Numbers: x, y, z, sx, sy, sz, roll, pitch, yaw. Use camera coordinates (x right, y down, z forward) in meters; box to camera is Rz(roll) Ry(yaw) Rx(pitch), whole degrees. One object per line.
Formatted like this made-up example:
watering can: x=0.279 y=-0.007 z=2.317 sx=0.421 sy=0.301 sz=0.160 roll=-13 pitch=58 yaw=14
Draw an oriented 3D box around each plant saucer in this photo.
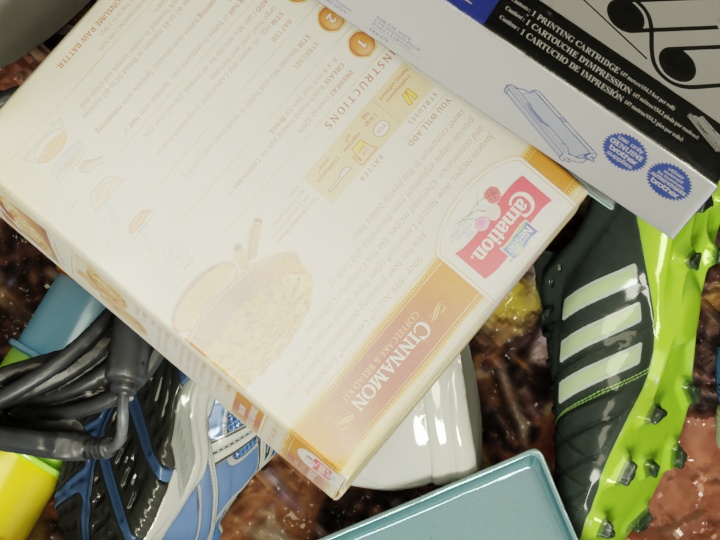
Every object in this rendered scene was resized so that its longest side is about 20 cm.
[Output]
plant saucer: x=0.003 y=0.148 z=1.203 sx=0.199 sy=0.019 sz=0.070 roll=-24 pitch=89 yaw=8

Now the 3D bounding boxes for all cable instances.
cable: x=-0.163 y=-0.005 z=1.163 sx=0.199 sy=0.051 sz=0.164 roll=8 pitch=80 yaw=27

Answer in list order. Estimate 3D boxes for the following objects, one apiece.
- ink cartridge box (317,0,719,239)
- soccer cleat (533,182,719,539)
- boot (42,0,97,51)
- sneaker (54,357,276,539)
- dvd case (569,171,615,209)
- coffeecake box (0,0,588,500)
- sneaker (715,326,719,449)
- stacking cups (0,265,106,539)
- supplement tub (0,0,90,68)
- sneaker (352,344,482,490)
ink cartridge box: x=0.066 y=-0.107 z=1.072 sx=0.200 sy=0.044 sz=0.094 roll=33 pitch=51 yaw=-1
soccer cleat: x=0.112 y=0.033 z=1.215 sx=0.081 sy=0.067 sz=0.201 roll=19 pitch=101 yaw=33
boot: x=-0.039 y=-0.174 z=1.210 sx=0.186 sy=0.064 sz=0.201 roll=8 pitch=74 yaw=19
sneaker: x=-0.065 y=0.037 z=1.180 sx=0.076 sy=0.077 sz=0.201 roll=33 pitch=101 yaw=37
dvd case: x=0.104 y=-0.148 z=1.125 sx=0.146 sy=0.022 sz=0.200 roll=34 pitch=92 yaw=-1
coffeecake box: x=-0.035 y=-0.032 z=1.088 sx=0.200 sy=0.073 sz=0.154 roll=40 pitch=78 yaw=4
sneaker: x=0.259 y=0.025 z=1.211 sx=0.199 sy=0.077 sz=0.112 roll=-2 pitch=98 yaw=3
stacking cups: x=-0.126 y=0.028 z=1.206 sx=0.060 sy=0.061 sz=0.201 roll=30 pitch=82 yaw=-2
supplement tub: x=-0.195 y=-0.195 z=1.144 sx=0.145 sy=0.145 sz=0.200 roll=-45 pitch=80 yaw=-4
sneaker: x=0.000 y=0.000 z=1.205 sx=0.088 sy=0.075 sz=0.201 roll=-7 pitch=90 yaw=8
